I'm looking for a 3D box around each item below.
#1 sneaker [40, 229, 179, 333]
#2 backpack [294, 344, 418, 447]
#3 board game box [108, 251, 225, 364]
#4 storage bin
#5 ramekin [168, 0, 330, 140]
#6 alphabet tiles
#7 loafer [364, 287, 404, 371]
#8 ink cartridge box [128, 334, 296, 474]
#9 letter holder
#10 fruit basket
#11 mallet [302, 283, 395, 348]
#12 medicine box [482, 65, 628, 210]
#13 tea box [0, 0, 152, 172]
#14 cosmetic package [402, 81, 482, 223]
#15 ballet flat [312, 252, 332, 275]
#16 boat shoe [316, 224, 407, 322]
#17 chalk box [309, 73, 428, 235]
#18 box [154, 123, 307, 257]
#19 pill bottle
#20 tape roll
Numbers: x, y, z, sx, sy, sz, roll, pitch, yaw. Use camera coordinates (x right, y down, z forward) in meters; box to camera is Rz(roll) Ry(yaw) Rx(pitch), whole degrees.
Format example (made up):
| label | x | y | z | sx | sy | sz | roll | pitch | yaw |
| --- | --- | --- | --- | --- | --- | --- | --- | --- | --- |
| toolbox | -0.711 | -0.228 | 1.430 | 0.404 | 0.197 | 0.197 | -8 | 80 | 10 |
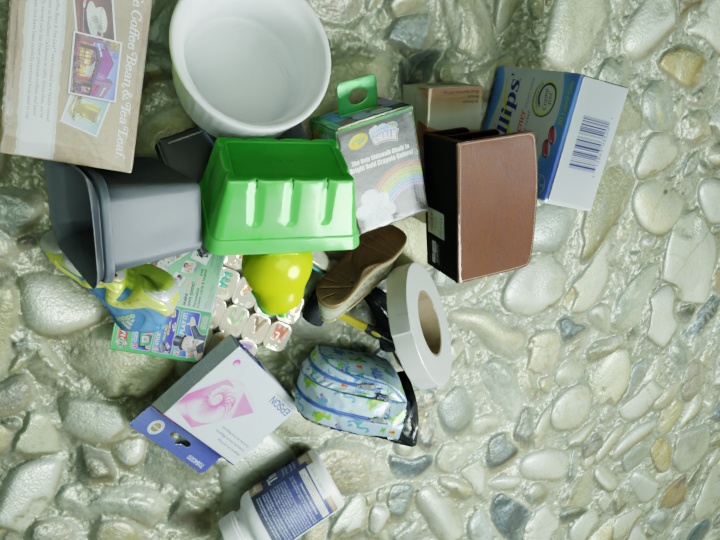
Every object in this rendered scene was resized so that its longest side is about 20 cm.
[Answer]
| label | x | y | z | sx | sy | sz | roll | pitch | yaw |
| --- | --- | --- | --- | --- | --- | --- | --- | --- | --- |
| sneaker | -0.336 | 0.024 | 0.829 | 0.197 | 0.076 | 0.106 | 26 | 125 | 8 |
| backpack | -0.010 | 0.201 | 1.031 | 0.195 | 0.163 | 0.157 | 0 | 107 | -6 |
| board game box | -0.273 | 0.027 | 0.899 | 0.132 | 0.029 | 0.204 | 12 | 103 | -17 |
| storage bin | -0.280 | -0.066 | 0.750 | 0.132 | 0.199 | 0.149 | -12 | 116 | -35 |
| ramekin | -0.144 | -0.260 | 0.792 | 0.196 | 0.097 | 0.206 | 3 | 82 | -23 |
| alphabet tiles | -0.186 | 0.054 | 0.969 | 0.197 | 0.015 | 0.199 | 24 | 97 | -29 |
| loafer | 0.059 | 0.108 | 1.070 | 0.070 | 0.068 | 0.202 | -45 | 124 | -13 |
| ink cartridge box | -0.218 | 0.225 | 0.975 | 0.199 | 0.043 | 0.197 | -42 | 136 | -7 |
| letter holder | 0.178 | -0.104 | 0.928 | 0.139 | 0.100 | 0.205 | -12 | 112 | -20 |
| fruit basket | -0.107 | -0.053 | 0.808 | 0.211 | 0.157 | 0.218 | -13 | 137 | -12 |
| mallet | 0.006 | 0.081 | 1.016 | 0.196 | 0.041 | 0.067 | 20 | 102 | -5 |
| medicine box | 0.287 | -0.212 | 0.984 | 0.101 | 0.200 | 0.186 | 5 | 107 | -28 |
| tea box | -0.314 | -0.235 | 0.700 | 0.131 | 0.196 | 0.204 | 6 | 106 | -26 |
| cosmetic package | 0.125 | -0.187 | 0.983 | 0.101 | 0.087 | 0.205 | -10 | 112 | -21 |
| ballet flat | -0.112 | -0.055 | 0.936 | 0.198 | 0.067 | 0.063 | 27 | 89 | -30 |
| boat shoe | 0.000 | 0.000 | 0.991 | 0.199 | 0.073 | 0.063 | -41 | 156 | -30 |
| chalk box | 0.008 | -0.177 | 0.914 | 0.122 | 0.124 | 0.204 | -19 | 114 | -16 |
| box | -0.159 | -0.131 | 0.864 | 0.197 | 0.043 | 0.163 | -24 | 99 | -20 |
| pill bottle | -0.135 | 0.404 | 1.064 | 0.198 | 0.111 | 0.113 | -30 | 118 | -12 |
| tape roll | 0.098 | 0.088 | 1.015 | 0.036 | 0.204 | 0.205 | -15 | 122 | 23 |
